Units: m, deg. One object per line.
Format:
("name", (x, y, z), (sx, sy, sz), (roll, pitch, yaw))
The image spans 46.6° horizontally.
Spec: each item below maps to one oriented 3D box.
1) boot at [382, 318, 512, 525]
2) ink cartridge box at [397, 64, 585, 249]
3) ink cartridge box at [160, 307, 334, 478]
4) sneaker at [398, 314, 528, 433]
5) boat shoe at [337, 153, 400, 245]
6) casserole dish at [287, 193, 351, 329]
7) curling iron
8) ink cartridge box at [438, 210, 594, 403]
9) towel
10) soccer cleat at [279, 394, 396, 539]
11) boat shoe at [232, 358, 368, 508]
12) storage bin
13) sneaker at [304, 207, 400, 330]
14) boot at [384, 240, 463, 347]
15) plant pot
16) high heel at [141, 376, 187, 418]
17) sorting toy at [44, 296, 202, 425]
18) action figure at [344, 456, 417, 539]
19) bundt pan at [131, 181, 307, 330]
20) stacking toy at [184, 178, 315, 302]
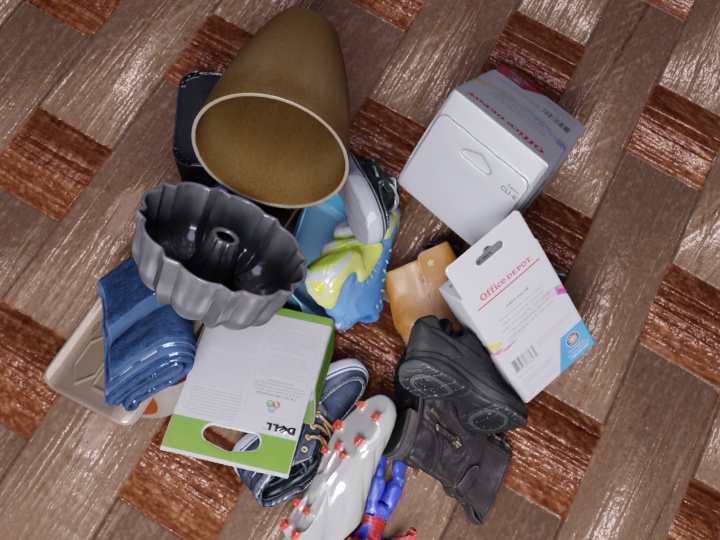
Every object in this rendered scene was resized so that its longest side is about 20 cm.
("boot", (0.117, 0.181, 1.010), (0.173, 0.069, 0.203), (33, 66, -23))
("ink cartridge box", (0.167, -0.146, 1.052), (0.145, 0.146, 0.200), (40, 33, 9))
("ink cartridge box", (-0.121, 0.140, 0.937), (0.145, 0.076, 0.202), (11, 52, 6))
("sneaker", (0.126, 0.119, 0.948), (0.199, 0.075, 0.092), (38, 47, -34))
("boat shoe", (0.014, -0.097, 1.010), (0.069, 0.073, 0.201), (-6, 32, -9))
("casserole dish", (-0.043, -0.013, 1.062), (0.120, 0.039, 0.203), (34, 52, -27))
("curling iron", (0.176, -0.008, 1.107), (0.196, 0.050, 0.026), (13, 82, -3))
("ink cartridge box", (0.173, 0.037, 0.975), (0.115, 0.068, 0.201), (-37, 111, -9))
("towel", (-0.240, 0.054, 0.935), (0.111, 0.049, 0.201), (-32, 40, 9))
("soccer cleat", (-0.014, 0.234, 0.942), (0.077, 0.069, 0.202), (35, 85, -33))
("boat shoe", (-0.056, 0.194, 0.989), (0.199, 0.071, 0.091), (-39, 35, -9))
("storage bin", (-0.143, -0.179, 1.118), (0.196, 0.094, 0.138), (2, 71, -2))
("sneaker", (0.000, 0.000, 1.034), (0.075, 0.107, 0.200), (-1, 28, 35))
("boot", (0.135, 0.031, 1.060), (0.198, 0.071, 0.147), (-17, 92, -2))
("plant pot", (-0.086, -0.213, 1.004), (0.183, 0.188, 0.203), (12, 57, 1))
("high heel", (-0.226, 0.124, 1.039), (0.196, 0.068, 0.097), (-3, 42, -1))
("sorting toy", (-0.274, 0.084, 1.002), (0.198, 0.037, 0.187), (11, 62, 44))
("action figure", (0.034, 0.274, 0.970), (0.065, 0.099, 0.203), (28, 72, -22))
("bundt pan", (-0.162, -0.009, 0.925), (0.199, 0.076, 0.203), (24, 28, -13))
("stacking toy", (-0.128, -0.016, 1.068), (0.199, 0.116, 0.110), (38, 75, -3))
